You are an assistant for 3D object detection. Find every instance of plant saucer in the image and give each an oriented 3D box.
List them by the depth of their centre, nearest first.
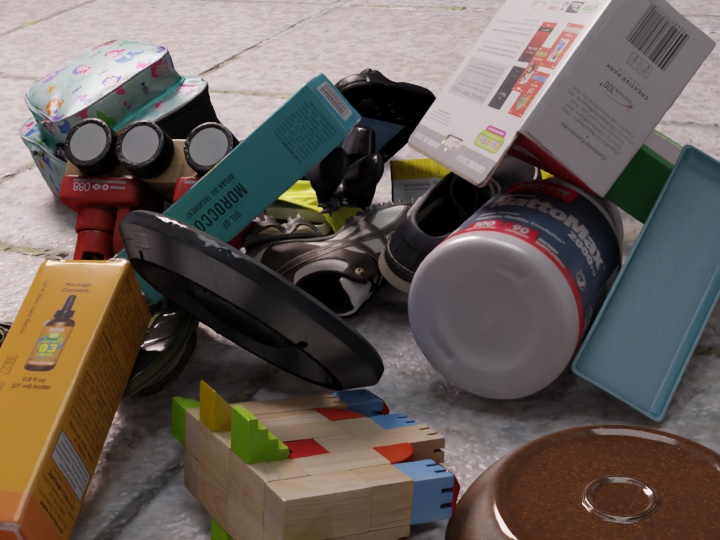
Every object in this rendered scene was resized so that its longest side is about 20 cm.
[{"bbox_3d":[0.146,0.141,0.641,0.200,0.037,0.201,-5,25,2],"label":"plant saucer"},{"bbox_3d":[0.215,0.006,0.792,0.070,0.019,0.200,31,70,3],"label":"plant saucer"}]

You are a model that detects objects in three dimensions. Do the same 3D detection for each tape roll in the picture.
[{"bbox_3d":[0.250,-0.072,0.932,0.200,0.048,0.201,29,20,-11],"label":"tape roll"}]

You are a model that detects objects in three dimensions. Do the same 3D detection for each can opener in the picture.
[{"bbox_3d":[-0.015,-0.083,0.940,0.063,0.079,0.200,-2,4,-1],"label":"can opener"}]

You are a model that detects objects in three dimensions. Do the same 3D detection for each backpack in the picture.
[{"bbox_3d":[-0.257,-0.149,1.182,0.177,0.151,0.200,-38,30,-22],"label":"backpack"}]

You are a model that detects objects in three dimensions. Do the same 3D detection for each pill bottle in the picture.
[{"bbox_3d":[0.125,0.000,0.835,0.119,0.120,0.200,8,24,24],"label":"pill bottle"}]

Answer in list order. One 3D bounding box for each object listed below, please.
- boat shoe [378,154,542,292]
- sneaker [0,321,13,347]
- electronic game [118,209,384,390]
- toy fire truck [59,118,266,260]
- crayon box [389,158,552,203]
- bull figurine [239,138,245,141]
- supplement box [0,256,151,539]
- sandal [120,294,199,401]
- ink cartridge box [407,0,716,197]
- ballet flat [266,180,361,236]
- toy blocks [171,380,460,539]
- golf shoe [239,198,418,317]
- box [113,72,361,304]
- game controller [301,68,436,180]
[{"bbox_3d":[0.094,-0.053,0.924,0.073,0.063,0.200,41,50,15],"label":"boat shoe"},{"bbox_3d":[-0.259,0.068,0.814,0.070,0.076,0.200,8,29,24],"label":"sneaker"},{"bbox_3d":[-0.073,0.021,0.756,0.200,0.200,0.042,19,73,40],"label":"electronic game"},{"bbox_3d":[-0.185,-0.025,0.982,0.175,0.201,0.129,4,-15,15],"label":"toy fire truck"},{"bbox_3d":[0.128,-0.065,1.052,0.199,0.051,0.127,-4,26,3],"label":"crayon box"},{"bbox_3d":[-0.068,-0.139,1.225,0.200,0.065,0.121,-22,28,-34],"label":"bull figurine"},{"bbox_3d":[-0.192,0.084,0.703,0.066,0.069,0.200,2,50,14],"label":"supplement box"},{"bbox_3d":[-0.153,0.059,0.843,0.080,0.058,0.201,-6,14,10],"label":"sandal"},{"bbox_3d":[0.138,-0.129,0.853,0.084,0.176,0.200,35,6,-19],"label":"ink cartridge box"},{"bbox_3d":[-0.099,-0.055,1.065,0.199,0.067,0.067,5,47,16],"label":"ballet flat"},{"bbox_3d":[-0.013,0.119,0.663,0.136,0.100,0.200,-3,13,-27],"label":"toy blocks"},{"bbox_3d":[0.000,0.000,0.936,0.199,0.078,0.095,-10,50,-19],"label":"golf shoe"},{"bbox_3d":[-0.092,-0.063,0.863,0.200,0.049,0.082,-40,8,15],"label":"box"},{"bbox_3d":[-0.013,-0.122,1.070,0.104,0.200,0.042,16,60,-26],"label":"game controller"}]
